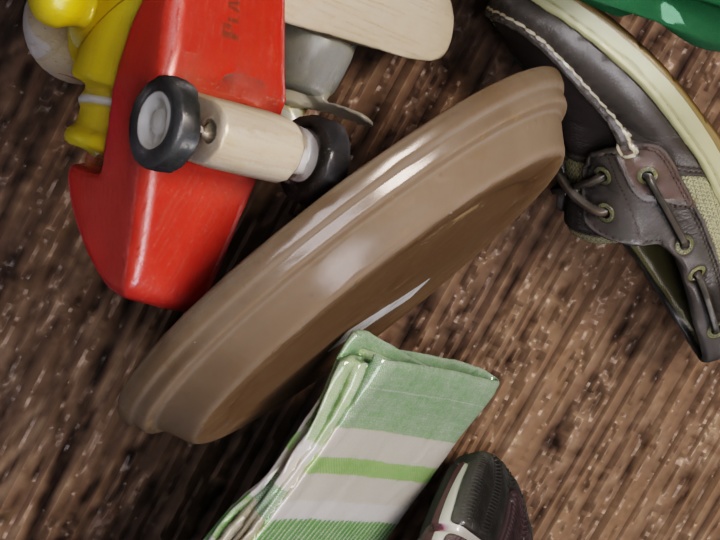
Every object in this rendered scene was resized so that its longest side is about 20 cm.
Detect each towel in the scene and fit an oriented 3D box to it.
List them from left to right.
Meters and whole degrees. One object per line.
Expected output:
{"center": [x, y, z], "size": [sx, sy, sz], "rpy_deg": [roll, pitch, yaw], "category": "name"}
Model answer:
{"center": [-0.032, 0.113, 0.909], "size": [0.200, 0.023, 0.152], "rpy_deg": [-54, 159, 7], "category": "towel"}

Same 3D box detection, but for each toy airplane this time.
{"center": [-0.071, -0.110, 0.806], "size": [0.199, 0.141, 0.200], "rpy_deg": [-46, 111, -36], "category": "toy airplane"}

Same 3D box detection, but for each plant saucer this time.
{"center": [0.000, 0.000, 0.834], "size": [0.200, 0.200, 0.030], "rpy_deg": [-39, 83, 0], "category": "plant saucer"}

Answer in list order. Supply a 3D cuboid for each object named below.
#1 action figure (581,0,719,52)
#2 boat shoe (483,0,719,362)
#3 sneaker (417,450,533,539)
{"center": [0.095, -0.133, 0.825], "size": [0.055, 0.199, 0.118], "rpy_deg": [-51, 150, -39], "category": "action figure"}
{"center": [0.109, -0.036, 0.913], "size": [0.065, 0.073, 0.200], "rpy_deg": [-46, 117, -2], "category": "boat shoe"}
{"center": [-0.001, 0.166, 0.943], "size": [0.115, 0.201, 0.076], "rpy_deg": [-6, 145, 29], "category": "sneaker"}
